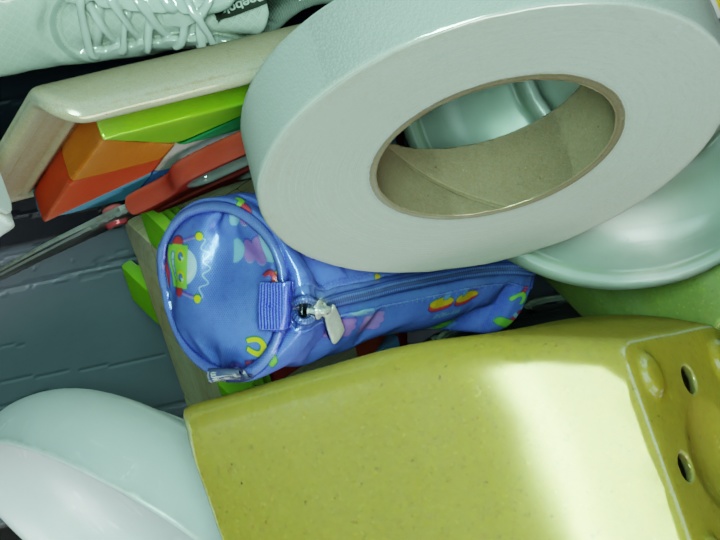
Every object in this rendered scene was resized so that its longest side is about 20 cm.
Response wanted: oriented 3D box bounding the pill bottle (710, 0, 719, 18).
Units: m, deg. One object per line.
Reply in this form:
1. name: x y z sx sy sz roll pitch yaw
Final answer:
1. pill bottle: 0.150 -0.174 1.179 0.200 0.113 0.112 -35 142 4

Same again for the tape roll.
1. tape roll: 0.052 -0.064 1.147 0.202 0.037 0.203 -11 152 -6

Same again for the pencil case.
1. pencil case: 0.000 0.000 1.268 0.200 0.087 0.078 -9 114 -49

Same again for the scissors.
1. scissors: -0.102 -0.029 1.237 0.199 0.014 0.073 -20 175 18

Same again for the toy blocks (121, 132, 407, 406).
1. toy blocks: -0.029 0.004 1.371 0.136 0.100 0.200 -34 138 -18

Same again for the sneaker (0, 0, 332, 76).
1. sneaker: -0.086 -0.122 1.194 0.199 0.081 0.075 -21 142 -12

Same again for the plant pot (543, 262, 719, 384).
1. plant pot: 0.166 -0.025 1.382 0.199 0.190 0.200 -20 141 -17

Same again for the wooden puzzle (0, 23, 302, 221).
1. wooden puzzle: -0.067 -0.065 1.214 0.184 0.037 0.200 -16 176 -20

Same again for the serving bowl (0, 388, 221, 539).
1. serving bowl: -0.095 0.119 1.385 0.066 0.200 0.200 -57 149 -23

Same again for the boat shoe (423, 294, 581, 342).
1. boat shoe: 0.099 0.044 1.468 0.200 0.060 0.076 -5 115 -54

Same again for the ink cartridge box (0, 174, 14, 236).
1. ink cartridge box: -0.264 -0.023 1.152 0.200 0.085 0.146 -34 142 15

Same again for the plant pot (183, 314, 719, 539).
1. plant pot: 0.076 0.112 1.261 0.199 0.196 0.194 -24 171 28

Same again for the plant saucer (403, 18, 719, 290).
1. plant saucer: 0.116 -0.094 1.271 0.199 0.201 0.050 -23 172 -12
